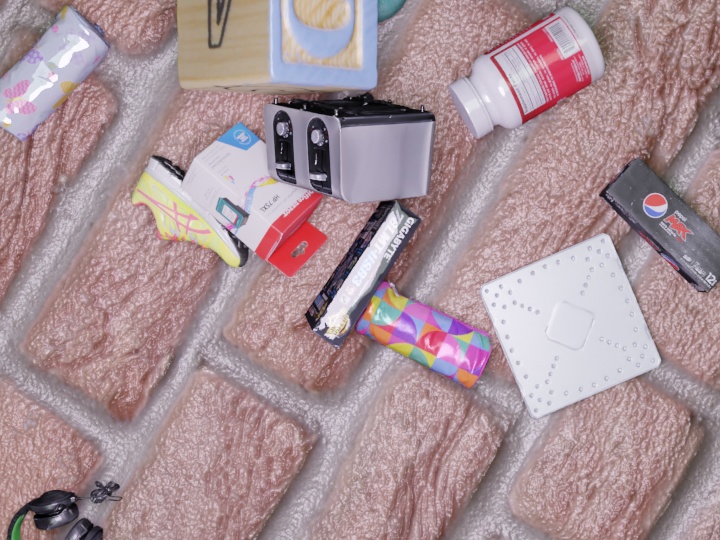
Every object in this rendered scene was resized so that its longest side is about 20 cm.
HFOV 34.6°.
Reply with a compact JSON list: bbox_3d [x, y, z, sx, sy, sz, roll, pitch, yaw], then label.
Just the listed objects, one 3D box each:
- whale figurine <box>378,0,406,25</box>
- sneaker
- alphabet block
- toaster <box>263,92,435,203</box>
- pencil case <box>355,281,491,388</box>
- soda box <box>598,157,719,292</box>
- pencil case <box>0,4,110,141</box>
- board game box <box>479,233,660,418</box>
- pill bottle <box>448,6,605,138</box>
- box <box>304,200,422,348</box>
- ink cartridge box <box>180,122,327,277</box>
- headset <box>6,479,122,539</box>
[{"bbox_3d":[-0.007,-0.442,1.609,0.158,0.104,0.202,-21,90,2],"label":"whale figurine"},{"bbox_3d":[-0.242,-0.067,1.632,0.200,0.078,0.090,44,99,8],"label":"sneaker"},{"bbox_3d":[-0.110,-0.337,1.522,0.199,0.194,0.199,6,96,46],"label":"alphabet block"},{"bbox_3d":[-0.009,-0.167,1.542,0.198,0.180,0.120,-9,109,-37],"label":"toaster"},{"bbox_3d":[0.087,0.087,1.608,0.198,0.088,0.089,28,90,1],"label":"pencil case"},{"bbox_3d":[0.429,-0.063,1.607,0.200,0.063,0.071,45,90,2],"label":"soda box"},{"bbox_3d":[-0.446,-0.280,1.633,0.091,0.083,0.200,42,91,0],"label":"pencil case"},{"bbox_3d":[0.293,0.078,1.628,0.198,0.026,0.202,-23,88,1],"label":"board game box"},{"bbox_3d":[0.227,-0.268,1.594,0.199,0.112,0.113,-30,88,1],"label":"pill bottle"},{"bbox_3d":[0.000,0.000,1.552,0.049,0.200,0.200,32,90,-6],"label":"box"},{"bbox_3d":[-0.134,-0.097,1.597,0.200,0.116,0.067,40,135,2],"label":"ink cartridge box"},{"bbox_3d":[-0.413,0.360,1.613,0.200,0.094,0.124,-40,88,12],"label":"headset"}]
